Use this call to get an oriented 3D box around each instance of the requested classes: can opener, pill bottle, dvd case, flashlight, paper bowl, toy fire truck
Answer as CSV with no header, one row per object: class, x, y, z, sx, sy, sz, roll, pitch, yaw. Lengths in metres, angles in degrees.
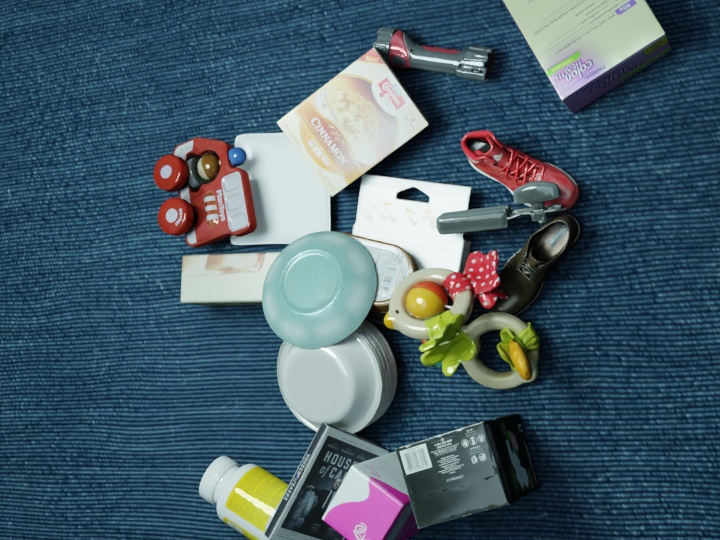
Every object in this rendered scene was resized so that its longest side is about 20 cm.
can opener,0.215,-0.094,1.515,0.199,0.053,0.067,-10,97,20
pill bottle,-0.174,0.399,1.660,0.199,0.111,0.112,26,97,22
dvd case,-0.052,0.358,1.579,0.025,0.150,0.201,26,88,52
flashlight,0.122,-0.358,1.613,0.199,0.068,0.068,12,101,20
paper bowl,-0.048,0.173,1.603,0.200,0.104,0.202,5,101,28
toy fire truck,-0.265,-0.142,1.728,0.167,0.112,0.201,-17,73,24

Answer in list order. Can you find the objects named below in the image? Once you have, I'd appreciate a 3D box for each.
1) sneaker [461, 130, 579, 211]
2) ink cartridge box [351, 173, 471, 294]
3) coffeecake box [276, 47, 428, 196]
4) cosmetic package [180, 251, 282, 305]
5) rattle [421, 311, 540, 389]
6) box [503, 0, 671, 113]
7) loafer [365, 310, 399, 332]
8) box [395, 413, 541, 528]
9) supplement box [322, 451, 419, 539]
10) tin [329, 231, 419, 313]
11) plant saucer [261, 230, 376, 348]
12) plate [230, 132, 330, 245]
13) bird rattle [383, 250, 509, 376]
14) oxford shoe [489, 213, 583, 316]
sneaker,0.238,-0.154,1.516,0.199,0.115,0.079,26,97,23
ink cartridge box,0.084,-0.060,1.616,0.199,0.045,0.177,10,90,24
coffeecake box,-0.011,-0.246,1.611,0.200,0.073,0.154,-36,99,10
cosmetic package,-0.204,0.016,1.706,0.199,0.103,0.088,-1,84,22
rattle,0.172,0.142,1.509,0.199,0.143,0.131,4,124,16
box,0.346,-0.379,1.496,0.175,0.097,0.201,-32,74,18
loafer,0.032,0.060,1.616,0.200,0.070,0.068,17,94,24
box,0.166,0.298,1.469,0.148,0.200,0.125,-21,77,21
supplement box,0.041,0.358,1.520,0.101,0.200,0.104,34,99,22
tin,0.000,0.000,1.590,0.199,0.042,0.112,13,70,24
plant saucer,-0.074,0.023,1.565,0.200,0.039,0.202,-7,67,18
plate,-0.135,-0.144,1.725,0.199,0.032,0.201,0,87,25
bird rattle,0.124,0.045,1.478,0.162,0.113,0.201,14,64,25
oxford shoe,0.260,-0.007,1.513,0.073,0.084,0.200,38,105,17
